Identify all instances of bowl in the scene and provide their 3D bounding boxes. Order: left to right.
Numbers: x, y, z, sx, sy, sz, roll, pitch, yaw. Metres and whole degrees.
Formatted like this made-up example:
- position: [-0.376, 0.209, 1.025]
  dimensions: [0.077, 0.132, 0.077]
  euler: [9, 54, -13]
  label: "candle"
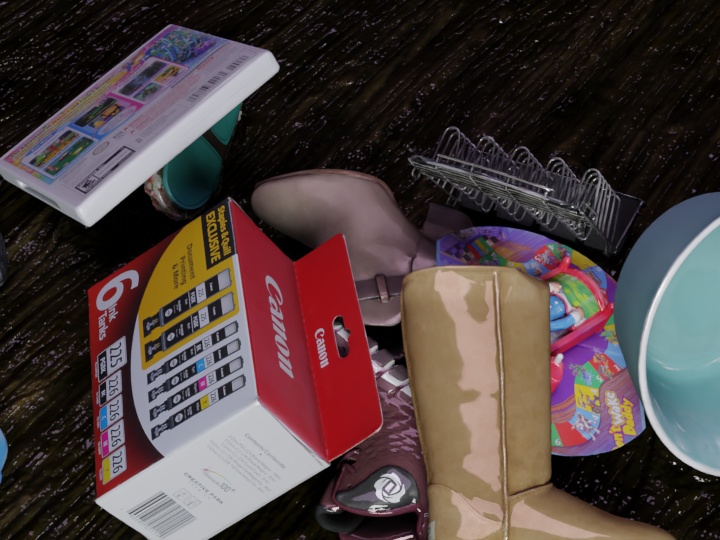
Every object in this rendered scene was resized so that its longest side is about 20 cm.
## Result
- position: [0.251, 0.027, 1.080]
  dimensions: [0.199, 0.203, 0.105]
  euler: [-17, 23, -15]
  label: "bowl"

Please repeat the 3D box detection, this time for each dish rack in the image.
- position: [0.121, -0.062, 1.181]
  dimensions: [0.152, 0.200, 0.055]
  euler: [17, 87, 19]
  label: "dish rack"

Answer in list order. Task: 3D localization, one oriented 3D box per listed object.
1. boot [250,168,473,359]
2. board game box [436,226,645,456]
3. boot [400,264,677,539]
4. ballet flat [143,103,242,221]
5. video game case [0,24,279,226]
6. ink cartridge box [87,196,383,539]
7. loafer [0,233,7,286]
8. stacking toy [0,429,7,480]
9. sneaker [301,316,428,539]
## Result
- position: [0.000, 0.000, 1.189]
  dimensions: [0.198, 0.071, 0.147]
  euler: [7, 43, 9]
  label: "boot"
- position: [0.132, 0.035, 1.119]
  dimensions: [0.157, 0.039, 0.201]
  euler: [15, 47, -12]
  label: "board game box"
- position: [0.115, 0.097, 1.009]
  dimensions: [0.173, 0.066, 0.202]
  euler: [2, 68, -9]
  label: "boot"
- position: [-0.146, -0.101, 1.323]
  dimensions: [0.064, 0.076, 0.201]
  euler: [-20, 30, 28]
  label: "ballet flat"
- position: [-0.183, -0.123, 1.291]
  dimensions: [0.200, 0.024, 0.182]
  euler: [-42, 32, -16]
  label: "video game case"
- position: [-0.088, 0.057, 1.065]
  dimensions: [0.175, 0.084, 0.201]
  euler: [-32, 40, 16]
  label: "ink cartridge box"
- position: [-0.332, -0.054, 1.265]
  dimensions: [0.068, 0.071, 0.201]
  euler: [-21, 45, -18]
  label: "loafer"
- position: [-0.346, 0.112, 1.077]
  dimensions: [0.199, 0.110, 0.116]
  euler: [15, 56, 35]
  label: "stacking toy"
- position: [-0.009, 0.113, 1.065]
  dimensions: [0.199, 0.076, 0.115]
  euler: [31, 55, 31]
  label: "sneaker"
